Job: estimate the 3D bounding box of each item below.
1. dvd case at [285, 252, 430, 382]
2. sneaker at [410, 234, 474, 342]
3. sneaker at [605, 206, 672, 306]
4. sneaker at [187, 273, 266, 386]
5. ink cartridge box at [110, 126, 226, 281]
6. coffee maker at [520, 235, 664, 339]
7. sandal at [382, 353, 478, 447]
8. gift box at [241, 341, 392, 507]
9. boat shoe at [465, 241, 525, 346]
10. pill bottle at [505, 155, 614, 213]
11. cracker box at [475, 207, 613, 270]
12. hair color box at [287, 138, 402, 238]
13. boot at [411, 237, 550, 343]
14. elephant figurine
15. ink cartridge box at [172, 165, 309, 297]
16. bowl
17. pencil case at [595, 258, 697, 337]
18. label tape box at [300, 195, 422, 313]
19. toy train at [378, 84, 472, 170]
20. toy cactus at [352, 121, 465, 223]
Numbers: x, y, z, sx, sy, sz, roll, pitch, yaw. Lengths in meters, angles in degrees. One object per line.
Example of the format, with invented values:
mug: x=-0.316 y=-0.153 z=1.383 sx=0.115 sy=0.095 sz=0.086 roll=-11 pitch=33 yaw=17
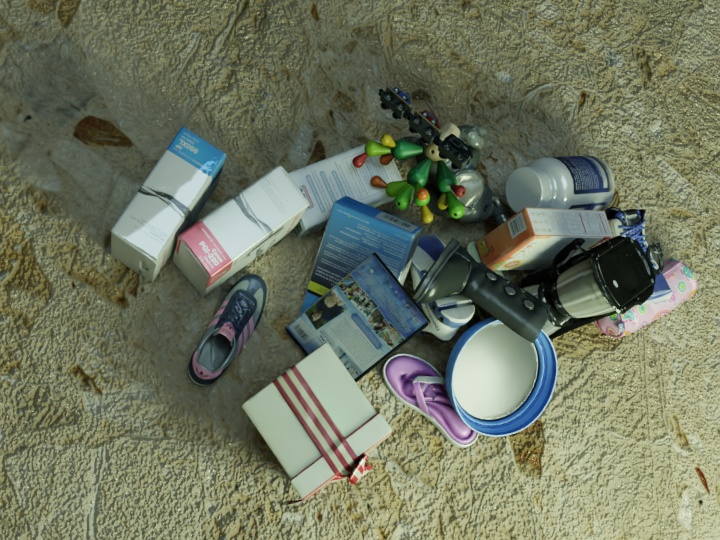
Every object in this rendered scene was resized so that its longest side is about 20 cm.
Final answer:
dvd case: x=-0.006 y=0.088 z=1.419 sx=0.199 sy=0.018 sz=0.143 roll=-40 pitch=92 yaw=17
sneaker: x=0.114 y=0.043 z=1.491 sx=0.080 sy=0.116 sz=0.201 roll=-2 pitch=48 yaw=-23
sneaker: x=0.472 y=-0.041 z=1.560 sx=0.080 sy=0.116 sz=0.201 roll=-14 pitch=48 yaw=-11
sneaker: x=-0.200 y=0.089 z=1.390 sx=0.070 sy=0.082 sz=0.202 roll=29 pitch=71 yaw=-8
ink cartridge box: x=-0.299 y=-0.099 z=1.371 sx=0.084 sy=0.145 sz=0.201 roll=31 pitch=70 yaw=-5
coffee maker: x=0.383 y=0.035 z=1.496 sx=0.190 sy=0.199 sz=0.137 roll=3 pitch=70 yaw=-36
sandal: x=0.126 y=0.210 z=1.475 sx=0.202 sy=0.050 sz=0.083 roll=41 pitch=69 yaw=-5
gift box: x=-0.067 y=0.246 z=1.335 sx=0.199 sy=0.185 sz=0.187 roll=-38 pitch=80 yaw=-2
boat shoe: x=0.223 y=0.050 z=1.534 sx=0.071 sy=0.060 sz=0.203 roll=-24 pitch=85 yaw=-44
pill bottle: x=0.348 y=-0.145 z=1.561 sx=0.198 sy=0.111 sz=0.112 roll=-8 pitch=78 yaw=-41
cracker box: x=0.316 y=-0.052 z=1.520 sx=0.198 sy=0.134 sz=0.058 roll=0 pitch=66 yaw=-35
hair color box: x=-0.032 y=-0.141 z=1.506 sx=0.198 sy=0.061 sz=0.100 roll=-23 pitch=84 yaw=-21
boot: x=0.192 y=0.050 z=1.379 sx=0.199 sy=0.066 sz=0.165 roll=38 pitch=41 yaw=3
elephant figurine: x=0.175 y=-0.141 z=1.535 sx=0.153 sy=0.141 sz=0.203 roll=-10 pitch=89 yaw=22
ink cartridge box: x=-0.188 y=-0.060 z=1.394 sx=0.200 sy=0.146 sz=0.085 roll=-40 pitch=89 yaw=-20
bowl: x=0.231 y=0.171 z=1.462 sx=0.198 sy=0.039 sz=0.204 roll=-4 pitch=102 yaw=-20
pencil case: x=0.516 y=0.049 z=1.612 sx=0.198 sy=0.087 sz=0.088 roll=-23 pitch=84 yaw=-21
label tape box: x=0.000 y=0.000 z=1.445 sx=0.142 sy=0.066 sz=0.202 roll=23 pitch=112 yaw=11
toy train: x=0.104 y=-0.235 z=1.426 sx=0.046 sy=0.034 sz=0.200 roll=-36 pitch=67 yaw=-27
toy cactus: x=0.101 y=-0.176 z=1.448 sx=0.199 sy=0.102 sz=0.166 roll=33 pitch=80 yaw=19
